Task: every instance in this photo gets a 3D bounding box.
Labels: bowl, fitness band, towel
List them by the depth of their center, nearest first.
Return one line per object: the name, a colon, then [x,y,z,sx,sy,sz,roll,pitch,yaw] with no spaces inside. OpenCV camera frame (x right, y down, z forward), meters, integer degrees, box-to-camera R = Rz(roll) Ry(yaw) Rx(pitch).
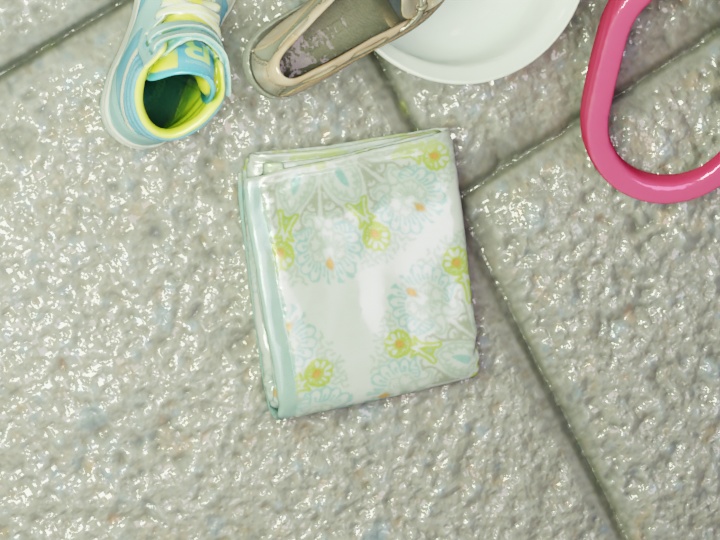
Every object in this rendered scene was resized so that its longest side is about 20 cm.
bowl: [0.060,-0.238,1.605,0.200,0.090,0.202,-2,98,-17]
towel: [0.000,0.000,1.641,0.170,0.048,0.201,-10,101,-18]
fitness band: [0.244,-0.145,1.679,0.143,0.037,0.201,5,117,-11]

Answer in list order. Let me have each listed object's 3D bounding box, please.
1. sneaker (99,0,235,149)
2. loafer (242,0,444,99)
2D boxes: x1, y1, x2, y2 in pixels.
sneaker: [-0.116,-0.177,1.529,0.079,0.131,0.201,14,92,-20]
loafer: [0.010,-0.184,1.515,0.200,0.063,0.072,-38,105,-9]
